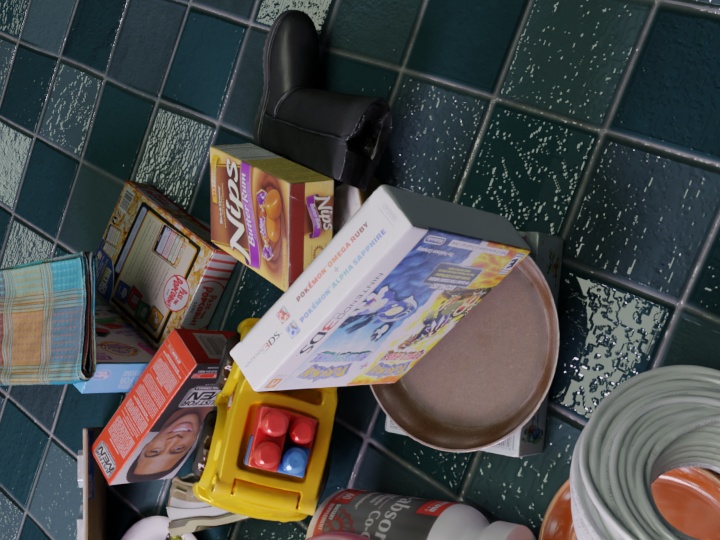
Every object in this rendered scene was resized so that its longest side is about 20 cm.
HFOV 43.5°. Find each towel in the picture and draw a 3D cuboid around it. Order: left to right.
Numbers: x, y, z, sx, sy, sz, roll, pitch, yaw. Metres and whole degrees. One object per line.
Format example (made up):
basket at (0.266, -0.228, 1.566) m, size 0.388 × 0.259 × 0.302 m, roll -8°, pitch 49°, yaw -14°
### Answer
towel at (-0.375, 0.060, 1.050) m, size 0.200 × 0.022 × 0.147 m, roll -7°, pitch 81°, yaw 37°

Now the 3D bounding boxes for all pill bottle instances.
pill bottle at (0.056, 0.269, 0.832) m, size 0.200 × 0.116 × 0.116 m, roll -3°, pitch 83°, yaw 36°

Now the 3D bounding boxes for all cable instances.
cable at (0.257, 0.168, 0.668) m, size 0.199 × 0.069 × 0.200 m, roll 12°, pitch 53°, yaw 17°

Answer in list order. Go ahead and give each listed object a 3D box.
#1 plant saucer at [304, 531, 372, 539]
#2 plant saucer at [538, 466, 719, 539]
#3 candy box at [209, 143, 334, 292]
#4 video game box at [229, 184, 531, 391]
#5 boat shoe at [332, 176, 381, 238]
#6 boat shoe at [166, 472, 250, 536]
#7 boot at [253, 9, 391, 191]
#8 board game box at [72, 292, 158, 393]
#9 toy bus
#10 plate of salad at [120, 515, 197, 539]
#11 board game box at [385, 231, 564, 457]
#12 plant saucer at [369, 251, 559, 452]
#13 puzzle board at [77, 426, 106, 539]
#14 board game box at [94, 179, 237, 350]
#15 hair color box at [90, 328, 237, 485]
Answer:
plant saucer at (-0.020, 0.333, 0.783) m, size 0.200 × 0.051 × 0.201 m, roll -1°, pitch 88°, yaw 37°
plant saucer at (0.243, 0.250, 0.746) m, size 0.200 × 0.032 × 0.201 m, roll -5°, pitch 81°, yaw 35°
candy box at (-0.101, -0.062, 0.975) m, size 0.200 × 0.056 × 0.117 m, roll 30°, pitch 123°, yaw 55°
video game box at (0.022, 0.022, 0.719) m, size 0.182 × 0.200 × 0.047 m, roll -45°, pitch 63°, yaw 24°
boat shoe at (0.000, 0.000, 0.939) m, size 0.069 × 0.071 × 0.201 m, roll -22°, pitch 63°, yaw 33°
boat shoe at (-0.147, 0.249, 1.013) m, size 0.200 × 0.075 × 0.069 m, roll -21°, pitch 73°, yaw 31°
boot at (-0.039, -0.186, 0.957) m, size 0.200 × 0.065 × 0.165 m, roll 31°, pitch 115°, yaw 55°
board game box at (-0.327, 0.081, 1.119) m, size 0.200 × 0.153 × 0.040 m, roll 34°, pitch 106°, yaw 35°
toy bus at (-0.079, 0.138, 0.875) m, size 0.192 × 0.135 × 0.201 m, roll 130°, pitch 153°, yaw -72°
plate of salad at (-0.249, 0.400, 1.088) m, size 0.200 × 0.048 × 0.201 m, roll -6°, pitch 80°, yaw 37°
board game box at (0.106, 0.062, 0.853) m, size 0.147 × 0.064 × 0.201 m, roll 5°, pitch 89°, yaw 36°
plant saucer at (0.090, 0.060, 0.807) m, size 0.200 × 0.032 × 0.201 m, roll -5°, pitch 81°, yaw 36°
puzzle board at (-0.334, 0.296, 1.120) m, size 0.017 × 0.151 × 0.201 m, roll -2°, pitch 81°, yaw -8°
board game box at (-0.256, -0.003, 1.142) m, size 0.200 × 0.046 × 0.152 m, roll 36°, pitch 105°, yaw 34°
hair color box at (-0.220, 0.161, 1.062) m, size 0.200 × 0.101 × 0.061 m, roll -52°, pitch 58°, yaw 21°
